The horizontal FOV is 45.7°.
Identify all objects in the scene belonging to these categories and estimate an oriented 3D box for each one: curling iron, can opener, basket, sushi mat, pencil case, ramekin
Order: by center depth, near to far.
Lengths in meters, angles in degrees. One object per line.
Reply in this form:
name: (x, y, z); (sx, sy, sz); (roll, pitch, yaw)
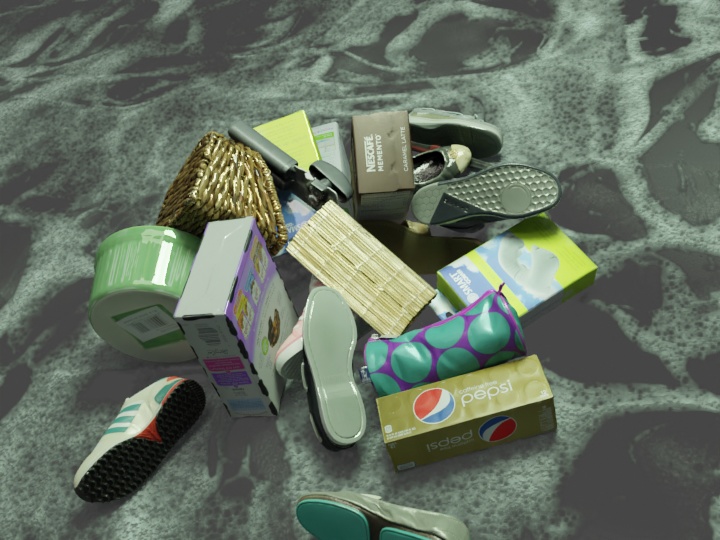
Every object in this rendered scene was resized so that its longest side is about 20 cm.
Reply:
pencil case: (0.099, 0.094, 1.035); (0.198, 0.093, 0.085); (-23, 1, 13)
sushi mat: (0.000, 0.000, 1.131); (0.200, 0.012, 0.096); (41, 77, 13)
ramekin: (-0.278, 0.041, 1.182); (0.198, 0.201, 0.098); (-7, 49, 13)
basket: (-0.188, -0.091, 1.208); (0.200, 0.148, 0.144); (-35, 37, 54)
can opener: (-0.099, -0.148, 1.212); (0.199, 0.054, 0.067); (38, 52, 15)
curling iron: (0.125, -0.183, 1.403); (0.198, 0.026, 0.050); (15, 72, 26)

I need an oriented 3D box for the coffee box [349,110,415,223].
coffee box: (0.028, -0.136, 1.225); (0.079, 0.200, 0.116); (-5, 77, -3)

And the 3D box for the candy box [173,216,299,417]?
candy box: (-0.151, 0.063, 1.102); (0.071, 0.201, 0.169); (-5, 43, 15)

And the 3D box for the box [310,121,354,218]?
box: (-0.116, -0.135, 1.382); (0.198, 0.097, 0.177); (-14, 42, 5)

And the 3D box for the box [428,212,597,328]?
box: (0.195, 0.016, 1.126); (0.199, 0.048, 0.122); (-30, 58, -14)

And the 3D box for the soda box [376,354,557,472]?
soda box: (0.123, 0.167, 0.995); (0.198, 0.064, 0.068); (-16, 42, 3)

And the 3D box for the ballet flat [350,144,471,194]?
ballet flat: (0.081, -0.156, 1.356); (0.198, 0.057, 0.067); (-18, 58, 4)

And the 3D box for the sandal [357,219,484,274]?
sandal: (0.086, -0.033, 1.239); (0.209, 0.079, 0.070); (9, 15, 18)

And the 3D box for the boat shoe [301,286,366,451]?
boat shoe: (-0.041, 0.121, 1.051); (0.075, 0.060, 0.202); (5, 64, -21)

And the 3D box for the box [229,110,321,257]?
box: (-0.107, -0.121, 1.254); (0.121, 0.048, 0.202); (-19, 75, 3)

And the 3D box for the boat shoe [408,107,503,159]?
boat shoe: (0.151, -0.234, 1.411); (0.201, 0.075, 0.065); (13, 54, 40)

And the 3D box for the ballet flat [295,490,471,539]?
ballet flat: (0.025, 0.277, 0.926); (0.198, 0.068, 0.064); (10, 21, 27)

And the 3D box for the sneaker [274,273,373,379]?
sneaker: (-0.055, 0.061, 1.154); (0.199, 0.076, 0.104); (-34, 58, -28)

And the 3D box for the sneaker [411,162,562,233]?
sneaker: (0.186, -0.098, 1.192); (0.200, 0.146, 0.078); (-4, 87, 21)

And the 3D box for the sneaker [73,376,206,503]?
sneaker: (-0.293, 0.214, 1.107); (0.200, 0.071, 0.093); (-46, 30, -25)
